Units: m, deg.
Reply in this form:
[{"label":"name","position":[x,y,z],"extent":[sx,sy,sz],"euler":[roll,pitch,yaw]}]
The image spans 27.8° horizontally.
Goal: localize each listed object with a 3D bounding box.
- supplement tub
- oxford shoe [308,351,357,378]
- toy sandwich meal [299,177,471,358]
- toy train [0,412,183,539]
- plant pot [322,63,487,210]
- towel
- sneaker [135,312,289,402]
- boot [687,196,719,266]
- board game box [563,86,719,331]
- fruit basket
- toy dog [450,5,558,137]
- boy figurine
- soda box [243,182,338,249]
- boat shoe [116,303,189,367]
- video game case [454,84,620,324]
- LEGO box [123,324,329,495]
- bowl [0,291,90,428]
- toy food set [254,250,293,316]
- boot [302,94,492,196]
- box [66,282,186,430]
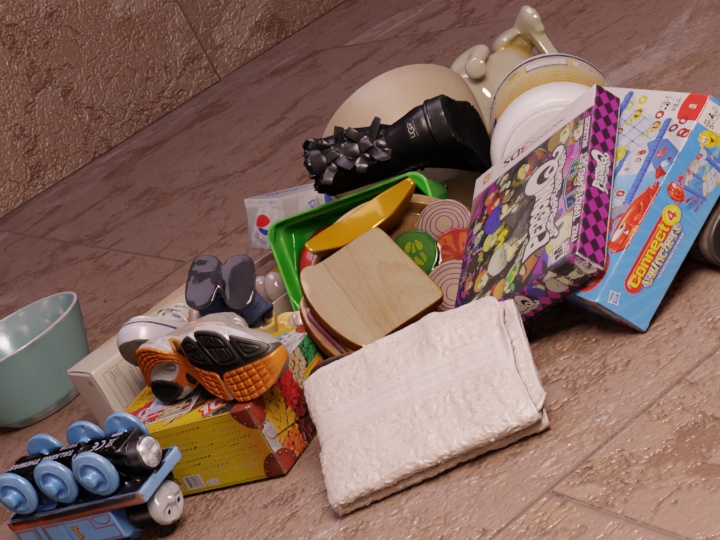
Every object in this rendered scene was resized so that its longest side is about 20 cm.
[{"label":"supplement tub","position":[0.207,-0.138,1.527],"extent":[0.144,0.145,0.200],"euler":[-24,17,13]},{"label":"oxford shoe","position":[0.050,0.090,1.275],"extent":[0.199,0.072,0.071],"euler":[-7,20,25]},{"label":"toy sandwich meal","position":[0.033,0.003,1.370],"extent":[0.205,0.205,0.070],"euler":[-32,-26,-11]},{"label":"toy train","position":[-0.244,0.201,1.327],"extent":[0.199,0.115,0.087],"euler":[-17,24,34]},{"label":"plant pot","position":[0.070,-0.115,1.655],"extent":[0.200,0.201,0.135],"euler":[-30,52,-3]},{"label":"towel","position":[0.050,0.106,1.179],"extent":[0.199,0.034,0.133],"euler":[-26,49,13]},{"label":"sneaker","position":[-0.122,0.067,1.331],"extent":[0.200,0.076,0.092],"euler":[-5,25,49]},{"label":"boot","position":[0.310,-0.076,1.304],"extent":[0.200,0.069,0.174],"euler":[-44,21,-17]},{"label":"board game box","position":[0.228,-0.061,1.281],"extent":[0.196,0.056,0.200],"euler":[-61,21,-2]},{"label":"fruit basket","position":[0.000,0.000,1.493],"extent":[0.215,0.156,0.216],"euler":[-20,2,1]},{"label":"toy dog","position":[0.155,-0.221,1.864],"extent":[0.200,0.140,0.194],"euler":[-33,5,-15]},{"label":"boy figurine","position":[-0.109,0.052,1.469],"extent":[0.124,0.200,0.065],"euler":[-2,66,13]},{"label":"soda box","position":[-0.044,-0.074,1.755],"extent":[0.068,0.064,0.200],"euler":[1,12,44]},{"label":"boat shoe","position":[-0.194,0.068,1.520],"extent":[0.073,0.067,0.200],"euler":[-10,-18,17]},{"label":"video game case","position":[0.155,-0.044,1.296],"extent":[0.181,0.036,0.201],"euler":[-39,30,47]},{"label":"LEGO box","position":[-0.131,0.138,1.392],"extent":[0.199,0.077,0.149],"euler":[-17,21,33]},{"label":"bowl","position":[-0.419,0.123,1.833],"extent":[0.200,0.105,0.201],"euler":[-26,18,9]},{"label":"toy food set","position":[-0.085,0.004,1.725],"extent":[0.143,0.061,0.200],"euler":[-35,19,-18]},{"label":"boot","position":[0.041,-0.121,1.517],"extent":[0.162,0.074,0.198],"euler":[-19,-11,19]},{"label":"box","position":[-0.216,0.093,1.625],"extent":[0.200,0.095,0.078],"euler":[-37,18,-27]}]
